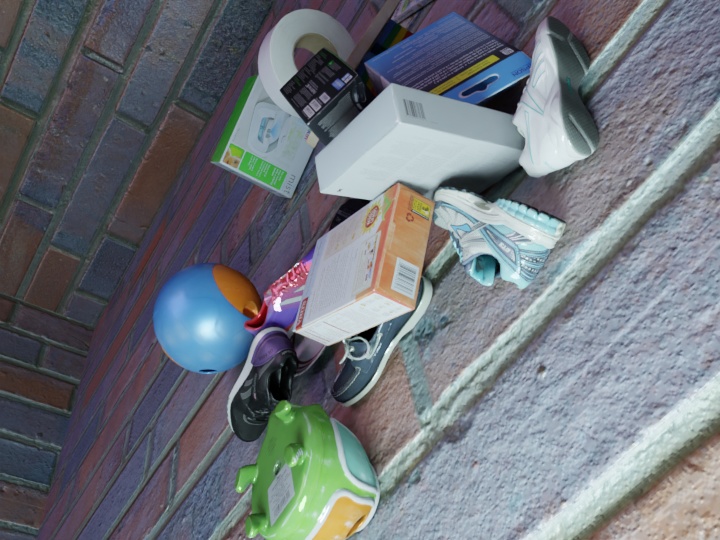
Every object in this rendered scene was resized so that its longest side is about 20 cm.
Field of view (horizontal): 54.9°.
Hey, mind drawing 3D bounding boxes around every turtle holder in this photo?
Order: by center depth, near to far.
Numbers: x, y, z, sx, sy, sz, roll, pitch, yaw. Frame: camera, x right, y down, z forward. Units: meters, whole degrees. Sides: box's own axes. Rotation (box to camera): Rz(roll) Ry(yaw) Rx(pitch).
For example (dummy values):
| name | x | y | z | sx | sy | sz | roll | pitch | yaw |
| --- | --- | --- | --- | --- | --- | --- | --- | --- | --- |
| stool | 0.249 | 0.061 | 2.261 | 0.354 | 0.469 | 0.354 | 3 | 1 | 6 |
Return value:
| name | x | y | z | sx | sy | sz | roll | pitch | yaw |
| --- | --- | --- | --- | --- | --- | --- | --- | --- | --- |
| turtle holder | -0.059 | 0.230 | 0.782 | 0.185 | 0.131 | 0.142 | 6 | 73 | 65 |

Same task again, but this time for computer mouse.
| name | x | y | z | sx | sy | sz | roll | pitch | yaw |
| --- | --- | --- | --- | --- | --- | --- | --- | --- | --- |
| computer mouse | 0.014 | -0.118 | 1.089 | 0.059 | 0.034 | 0.201 | 32 | 90 | 50 |

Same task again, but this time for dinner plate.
| name | x | y | z | sx | sy | sz | roll | pitch | yaw |
| --- | --- | --- | --- | --- | --- | --- | --- | --- | --- |
| dinner plate | -0.069 | 0.071 | 1.081 | 0.200 | 0.024 | 0.201 | -46 | 30 | 36 |

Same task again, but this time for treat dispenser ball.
| name | x | y | z | sx | sy | sz | roll | pitch | yaw |
| --- | --- | --- | --- | --- | --- | --- | --- | --- | --- |
| treat dispenser ball | -0.277 | 0.087 | 1.269 | 0.201 | 0.200 | 0.202 | -45 | 31 | 37 |

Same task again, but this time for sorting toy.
| name | x | y | z | sx | sy | sz | roll | pitch | yaw |
| --- | --- | --- | --- | --- | --- | --- | --- | --- | --- |
| sorting toy | 0.007 | -0.315 | 1.153 | 0.200 | 0.069 | 0.200 | -63 | 7 | -34 |

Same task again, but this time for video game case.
| name | x | y | z | sx | sy | sz | roll | pitch | yaw |
| --- | --- | --- | --- | --- | --- | --- | --- | --- | --- |
| video game case | 0.109 | -0.543 | 1.304 | 0.200 | 0.018 | 0.144 | -2 | 65 | 64 |

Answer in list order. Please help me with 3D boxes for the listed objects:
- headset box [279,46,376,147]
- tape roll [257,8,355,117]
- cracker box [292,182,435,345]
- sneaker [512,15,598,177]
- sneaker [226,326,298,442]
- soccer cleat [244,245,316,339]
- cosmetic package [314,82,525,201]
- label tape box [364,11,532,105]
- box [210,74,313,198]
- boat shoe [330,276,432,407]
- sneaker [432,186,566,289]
| name | x | y | z | sx | sy | sz | roll | pitch | yaw |
| --- | --- | --- | --- | --- | --- | --- | --- | --- | --- |
| headset box | -0.001 | -0.190 | 0.971 | 0.093 | 0.200 | 0.174 | -41 | 33 | 6 |
| tape roll | -0.100 | -0.410 | 1.383 | 0.071 | 0.201 | 0.204 | -13 | 56 | 60 |
| cracker box | 0.000 | 0.000 | 0.814 | 0.200 | 0.057 | 0.135 | -28 | 43 | 55 |
| sneaker | 0.195 | -0.187 | 0.732 | 0.080 | 0.070 | 0.202 | -34 | 39 | 48 |
| sneaker | -0.147 | 0.192 | 1.049 | 0.088 | 0.075 | 0.202 | 47 | 126 | 50 |
| soccer cleat | -0.108 | 0.032 | 1.080 | 0.201 | 0.073 | 0.068 | -57 | 25 | 19 |
| cosmetic package | 0.072 | -0.127 | 0.767 | 0.151 | 0.199 | 0.052 | -35 | 59 | 47 |
| label tape box | 0.113 | -0.233 | 0.859 | 0.143 | 0.066 | 0.200 | -31 | 45 | -5 |
| box | -0.194 | -0.281 | 1.477 | 0.201 | 0.175 | 0.097 | -65 | 25 | -2 |
| boat shoe | 0.012 | 0.082 | 0.859 | 0.201 | 0.061 | 0.075 | -55 | 26 | 22 |
| sneaker | 0.123 | -0.034 | 0.731 | 0.087 | 0.077 | 0.200 | -68 | 24 | 1 |
